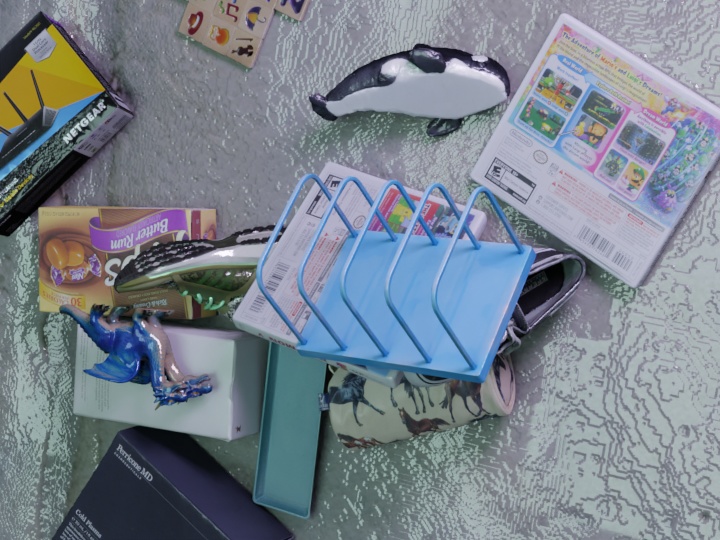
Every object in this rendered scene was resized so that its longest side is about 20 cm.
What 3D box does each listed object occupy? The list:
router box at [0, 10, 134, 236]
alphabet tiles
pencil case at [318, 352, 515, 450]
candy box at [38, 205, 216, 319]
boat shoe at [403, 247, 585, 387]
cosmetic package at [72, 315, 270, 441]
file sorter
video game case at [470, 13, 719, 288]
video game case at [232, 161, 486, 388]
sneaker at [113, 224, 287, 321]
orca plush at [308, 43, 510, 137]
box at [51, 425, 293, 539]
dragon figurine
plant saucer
[{"bbox_3d":[-0.368,-0.159,1.753,0.200,0.051,0.149,-43,74,7],"label":"router box"},{"bbox_3d":[-0.116,-0.322,1.669,0.166,0.008,0.201,29,105,21],"label":"alphabet tiles"},{"bbox_3d":[0.060,0.116,1.573,0.199,0.078,0.090,-15,100,26],"label":"pencil case"},{"bbox_3d":[-0.252,-0.010,1.728,0.199,0.056,0.118,3,94,27],"label":"candy box"},{"bbox_3d":[0.126,0.044,1.478,0.068,0.199,0.074,2,117,63],"label":"boat shoe"},{"bbox_3d":[-0.200,0.111,1.694,0.199,0.085,0.109,8,96,25],"label":"cosmetic package"},{"bbox_3d":[0.027,-0.002,1.430,0.199,0.123,0.139,6,57,34],"label":"file sorter"},{"bbox_3d":[0.226,-0.113,1.508,0.199,0.024,0.183,36,107,20],"label":"video game case"},{"bbox_3d":[0.000,0.000,1.549,0.181,0.023,0.201,19,64,24],"label":"video game case"},{"bbox_3d":[-0.151,0.015,1.637,0.198,0.077,0.089,-9,107,-8],"label":"sneaker"},{"bbox_3d":[0.053,-0.187,1.579,0.199,0.071,0.105,-16,131,30],"label":"orca plush"},{"bbox_3d":[-0.206,0.294,1.698,0.200,0.104,0.183,41,110,18],"label":"box"},{"bbox_3d":[-0.243,0.085,1.635,0.199,0.059,0.100,6,90,25],"label":"dragon figurine"},{"bbox_3d":[-0.069,0.154,1.660,0.069,0.019,0.202,13,106,25],"label":"plant saucer"}]
